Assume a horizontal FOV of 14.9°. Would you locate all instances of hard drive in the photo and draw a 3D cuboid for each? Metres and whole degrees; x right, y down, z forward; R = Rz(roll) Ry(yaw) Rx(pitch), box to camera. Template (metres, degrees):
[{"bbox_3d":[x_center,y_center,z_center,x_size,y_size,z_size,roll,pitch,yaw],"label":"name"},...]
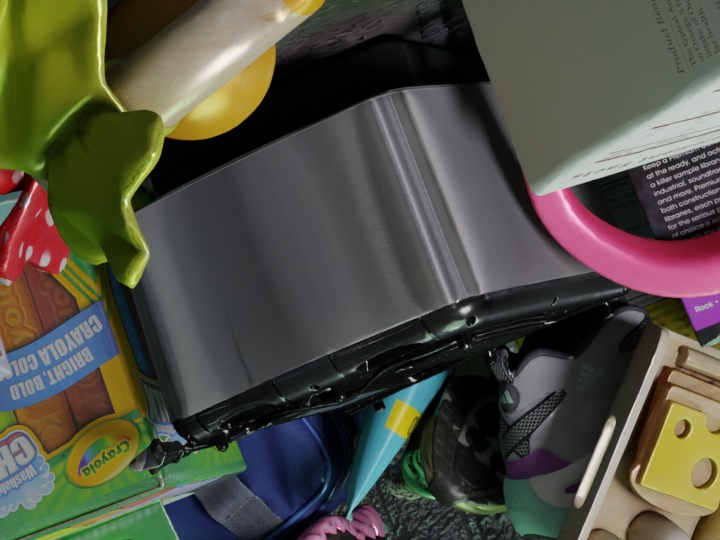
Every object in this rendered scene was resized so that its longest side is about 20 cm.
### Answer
[{"bbox_3d":[-0.006,-0.070,1.357,0.139,0.033,0.200,-22,173,18],"label":"hard drive"}]

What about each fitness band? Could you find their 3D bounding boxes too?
[{"bbox_3d":[0.152,-0.078,1.194,0.037,0.143,0.200,-90,-156,-61],"label":"fitness band"}]

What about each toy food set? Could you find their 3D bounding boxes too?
[{"bbox_3d":[0.189,0.120,1.352,0.200,0.144,0.060,21,-178,-34],"label":"toy food set"}]

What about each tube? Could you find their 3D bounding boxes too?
[{"bbox_3d":[0.032,0.036,1.419,0.050,0.200,0.077,24,174,8],"label":"tube"}]

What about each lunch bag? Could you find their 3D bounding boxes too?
[{"bbox_3d":[-0.086,0.060,1.485,0.136,0.200,0.132,-44,174,24],"label":"lunch bag"}]

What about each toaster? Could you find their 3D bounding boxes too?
[{"bbox_3d":[0.000,0.000,1.279,0.181,0.119,0.200,-25,172,31],"label":"toaster"}]

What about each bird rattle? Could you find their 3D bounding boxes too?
[{"bbox_3d":[-0.078,-0.058,0.996,0.163,0.113,0.200,-36,178,-6],"label":"bird rattle"}]

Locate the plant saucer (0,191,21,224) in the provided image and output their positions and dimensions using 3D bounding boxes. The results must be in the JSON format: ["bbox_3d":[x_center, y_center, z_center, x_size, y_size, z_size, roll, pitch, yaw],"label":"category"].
[{"bbox_3d":[-0.213,-0.012,1.201,0.200,0.036,0.200,-19,173,-2],"label":"plant saucer"}]

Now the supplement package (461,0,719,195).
[{"bbox_3d":[0.135,-0.121,1.002,0.117,0.117,0.200,-16,173,-30],"label":"supplement package"}]

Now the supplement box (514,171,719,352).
[{"bbox_3d":[0.148,0.025,1.543,0.109,0.200,0.110,-18,174,-12],"label":"supplement box"}]

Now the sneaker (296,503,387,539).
[{"bbox_3d":[-0.007,0.184,1.473,0.079,0.095,0.200,-40,171,15],"label":"sneaker"}]

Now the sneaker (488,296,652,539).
[{"bbox_3d":[0.147,0.046,1.403,0.200,0.140,0.078,-17,-173,-39],"label":"sneaker"}]

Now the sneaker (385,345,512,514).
[{"bbox_3d":[0.052,0.101,1.467,0.089,0.077,0.200,-45,-179,16],"label":"sneaker"}]

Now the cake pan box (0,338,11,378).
[{"bbox_3d":[-0.253,0.045,1.181,0.184,0.052,0.200,-22,173,-4],"label":"cake pan box"}]

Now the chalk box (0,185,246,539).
[{"bbox_3d":[-0.144,0.070,1.348,0.125,0.200,0.124,-22,173,15],"label":"chalk box"}]

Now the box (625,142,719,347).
[{"bbox_3d":[0.184,-0.076,1.235,0.143,0.200,0.036,-21,-152,10],"label":"box"}]
